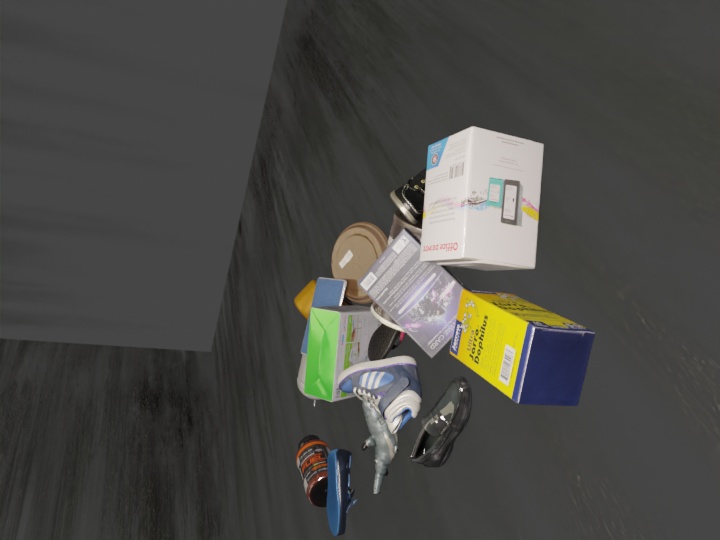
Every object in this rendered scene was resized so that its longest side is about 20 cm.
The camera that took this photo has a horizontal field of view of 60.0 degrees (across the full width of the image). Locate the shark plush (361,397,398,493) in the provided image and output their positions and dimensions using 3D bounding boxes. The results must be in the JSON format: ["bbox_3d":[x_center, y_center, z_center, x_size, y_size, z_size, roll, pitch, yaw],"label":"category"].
[{"bbox_3d":[0.036,0.384,1.388,0.091,0.081,0.206,-172,89,-68],"label":"shark plush"}]

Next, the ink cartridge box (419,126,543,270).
[{"bbox_3d":[0.197,-0.108,1.032,0.146,0.143,0.206,178,99,-67],"label":"ink cartridge box"}]

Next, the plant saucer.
[{"bbox_3d":[-0.003,-0.019,1.547,0.197,0.029,0.206,1,92,40],"label":"plant saucer"}]

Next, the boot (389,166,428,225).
[{"bbox_3d":[0.137,-0.165,1.144,0.153,0.074,0.203,-41,0,20],"label":"boot"}]

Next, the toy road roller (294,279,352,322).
[{"bbox_3d":[-0.096,0.116,1.654,0.123,0.146,0.201,-45,28,8],"label":"toy road roller"}]

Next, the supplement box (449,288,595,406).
[{"bbox_3d":[0.232,0.109,0.931,0.200,0.106,0.112,-148,66,-66],"label":"supplement box"}]

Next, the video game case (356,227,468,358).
[{"bbox_3d":[0.107,0.043,1.144,0.143,0.200,0.019,-47,-2,23],"label":"video game case"}]

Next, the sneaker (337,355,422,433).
[{"bbox_3d":[0.038,0.273,1.318,0.196,0.081,0.149,-18,52,22],"label":"sneaker"}]

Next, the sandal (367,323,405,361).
[{"bbox_3d":[0.080,0.136,1.415,0.202,0.044,0.076,-57,37,23],"label":"sandal"}]

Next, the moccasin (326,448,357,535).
[{"bbox_3d":[-0.041,0.555,1.563,0.080,0.067,0.206,-14,72,59],"label":"moccasin"}]

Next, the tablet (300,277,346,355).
[{"bbox_3d":[-0.093,0.120,1.569,0.129,0.013,0.205,4,79,52],"label":"tablet"}]

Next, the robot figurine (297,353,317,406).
[{"bbox_3d":[-0.117,0.279,1.765,0.170,0.110,0.205,-98,21,-70],"label":"robot figurine"}]

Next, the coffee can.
[{"bbox_3d":[0.111,0.001,1.220,0.147,0.143,0.205,-129,50,-61],"label":"coffee can"}]

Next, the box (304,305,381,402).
[{"bbox_3d":[-0.035,0.190,1.474,0.095,0.175,0.206,7,94,36],"label":"box"}]

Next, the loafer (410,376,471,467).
[{"bbox_3d":[0.148,0.283,1.148,0.068,0.069,0.204,-118,40,-54],"label":"loafer"}]

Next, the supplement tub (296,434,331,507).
[{"bbox_3d":[-0.117,0.539,1.703,0.200,0.104,0.109,-131,51,-61],"label":"supplement tub"}]

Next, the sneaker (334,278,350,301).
[{"bbox_3d":[0.000,0.000,1.610,0.088,0.072,0.202,56,129,36],"label":"sneaker"}]
